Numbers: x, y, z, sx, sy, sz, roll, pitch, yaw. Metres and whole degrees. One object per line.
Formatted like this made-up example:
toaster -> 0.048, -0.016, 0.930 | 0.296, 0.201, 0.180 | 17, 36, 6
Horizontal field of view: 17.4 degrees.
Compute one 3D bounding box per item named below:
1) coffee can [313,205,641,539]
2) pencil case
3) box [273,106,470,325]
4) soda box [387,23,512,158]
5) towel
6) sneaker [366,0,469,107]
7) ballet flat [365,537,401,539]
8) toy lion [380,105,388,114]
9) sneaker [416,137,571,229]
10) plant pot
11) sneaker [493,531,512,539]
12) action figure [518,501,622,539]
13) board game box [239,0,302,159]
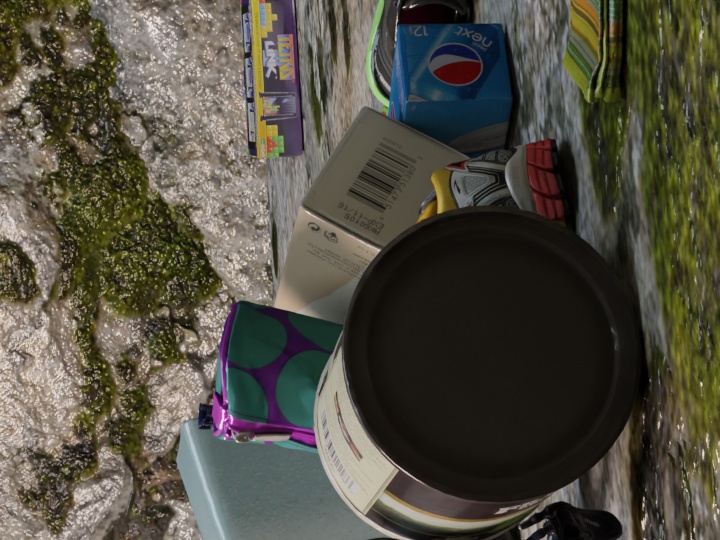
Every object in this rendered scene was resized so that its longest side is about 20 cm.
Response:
coffee can -> 0.055, 0.061, 1.228 | 0.200, 0.146, 0.147 | 112, 153, -76
pencil case -> 0.007, 0.084, 1.421 | 0.085, 0.200, 0.093 | 113, 169, -55
box -> 0.000, 0.000, 1.478 | 0.095, 0.078, 0.200 | -58, -8, -34
soda box -> 0.052, -0.070, 1.507 | 0.200, 0.068, 0.064 | 96, 171, -55
towel -> 0.111, -0.188, 1.152 | 0.086, 0.018, 0.200 | -115, 22, -70
sneaker -> 0.044, -0.203, 1.566 | 0.084, 0.077, 0.200 | -156, 58, -63
ballet flat -> 0.061, 0.187, 1.315 | 0.200, 0.046, 0.067 | 28, -134, -45
toy lion -> 0.034, -0.023, 1.772 | 0.192, 0.069, 0.200 | 153, 113, -75
sneaker -> 0.066, -0.018, 1.360 | 0.200, 0.082, 0.078 | 97, 166, -64
plant pot -> -0.033, 0.214, 1.932 | 0.196, 0.195, 0.200 | 111, 146, -75
sneaker -> 0.055, 0.125, 1.566 | 0.114, 0.076, 0.200 | 166, 95, -77
action figure -> 0.087, 0.192, 1.235 | 0.200, 0.102, 0.119 | 102, 151, -63
board game box -> -0.109, -0.238, 2.865 | 0.165, 0.057, 0.200 | -152, 58, -80
